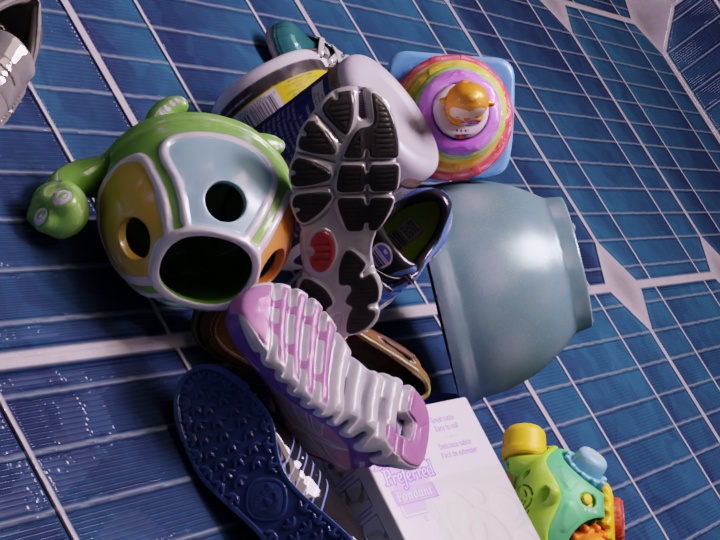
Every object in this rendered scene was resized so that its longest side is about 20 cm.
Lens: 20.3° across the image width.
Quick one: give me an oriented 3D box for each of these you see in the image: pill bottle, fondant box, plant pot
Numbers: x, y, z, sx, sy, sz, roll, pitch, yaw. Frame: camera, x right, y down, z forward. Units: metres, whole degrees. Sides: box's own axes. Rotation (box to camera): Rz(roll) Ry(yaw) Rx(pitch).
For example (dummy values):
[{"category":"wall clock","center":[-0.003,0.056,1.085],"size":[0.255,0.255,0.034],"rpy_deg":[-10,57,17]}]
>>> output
[{"category":"pill bottle","center":[-0.046,-0.072,1.605],"size":[0.116,0.200,0.116],"rpy_deg":[45,22,-24]},{"category":"fondant box","center":[0.064,0.206,1.568],"size":[0.144,0.058,0.201],"rpy_deg":[-6,61,-46]},{"category":"plant pot","center":[0.129,0.007,1.774],"size":[0.200,0.133,0.202],"rpy_deg":[-14,90,-88]},{"category":"pill bottle","center":[-0.037,-0.081,1.754],"size":[0.201,0.114,0.114],"rpy_deg":[59,22,11]}]

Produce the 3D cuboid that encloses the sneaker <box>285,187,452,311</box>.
[{"category":"sneaker","center":[0.000,0.000,1.625],"size":[0.078,0.200,0.089],"rpy_deg":[42,-14,2]}]

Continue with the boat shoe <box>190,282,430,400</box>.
[{"category":"boat shoe","center":[-0.032,0.058,1.545],"size":[0.199,0.072,0.068],"rpy_deg":[15,4,-31]}]

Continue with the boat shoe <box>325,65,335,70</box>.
[{"category":"boat shoe","center":[-0.008,-0.159,1.841],"size":[0.200,0.066,0.074],"rpy_deg":[3,-66,65]}]

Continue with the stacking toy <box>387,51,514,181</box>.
[{"category":"stacking toy","center":[0.081,-0.132,1.660],"size":[0.200,0.115,0.111],"rpy_deg":[-172,-95,-86]}]

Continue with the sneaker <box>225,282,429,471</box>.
[{"category":"sneaker","center":[-0.039,0.088,1.461],"size":[0.200,0.088,0.081],"rpy_deg":[43,43,-34]}]

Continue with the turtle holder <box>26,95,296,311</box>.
[{"category":"turtle holder","center":[-0.132,-0.046,1.456],"size":[0.185,0.141,0.132],"rpy_deg":[37,22,-28]}]

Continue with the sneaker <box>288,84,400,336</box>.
[{"category":"sneaker","center":[-0.020,-0.050,1.478],"size":[0.080,0.201,0.084],"rpy_deg":[2,32,-9]}]

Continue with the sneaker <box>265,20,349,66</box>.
[{"category":"sneaker","center":[-0.008,-0.186,2.008],"size":[0.200,0.080,0.072],"rpy_deg":[45,24,-23]}]

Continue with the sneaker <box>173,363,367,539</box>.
[{"category":"sneaker","center":[-0.062,0.156,1.435],"size":[0.200,0.070,0.078],"rpy_deg":[54,0,12]}]

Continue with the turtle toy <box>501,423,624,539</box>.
[{"category":"turtle toy","center":[0.174,0.221,1.707],"size":[0.200,0.100,0.147],"rpy_deg":[73,16,-63]}]

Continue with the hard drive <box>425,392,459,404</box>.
[{"category":"hard drive","center":[0.061,0.163,1.716],"size":[0.200,0.025,0.132],"rpy_deg":[10,48,-61]}]

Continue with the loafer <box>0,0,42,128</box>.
[{"category":"loafer","center":[-0.268,-0.141,1.421],"size":[0.070,0.070,0.201],"rpy_deg":[44,24,-24]}]
